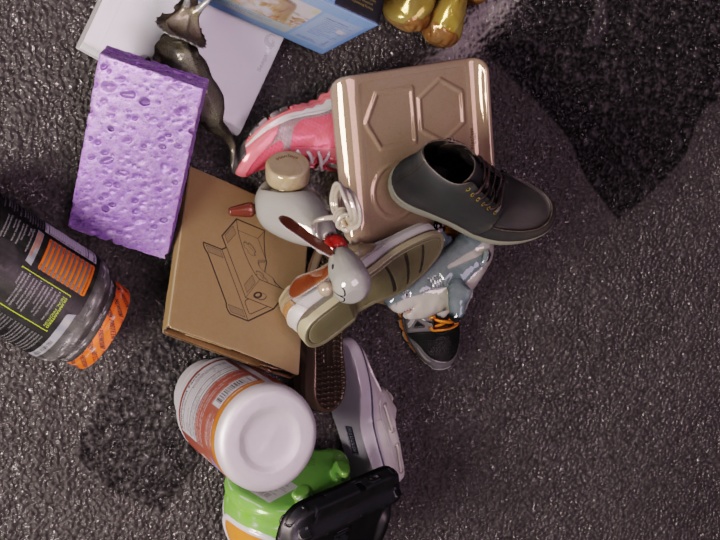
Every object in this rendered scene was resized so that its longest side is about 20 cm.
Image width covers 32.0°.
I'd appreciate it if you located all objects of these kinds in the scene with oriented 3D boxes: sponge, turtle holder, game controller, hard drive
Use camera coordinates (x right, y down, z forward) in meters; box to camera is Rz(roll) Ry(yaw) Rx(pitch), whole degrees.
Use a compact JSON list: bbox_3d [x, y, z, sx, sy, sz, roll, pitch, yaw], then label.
[{"bbox_3d":[-0.230,-0.118,1.292,0.110,0.030,0.202,16,118,-3],"label":"sponge"},{"bbox_3d":[-0.084,0.267,1.443,0.139,0.186,0.134,10,111,6],"label":"turtle holder"},{"bbox_3d":[-0.027,0.279,1.367,0.199,0.042,0.105,-11,130,-52],"label":"game controller"},{"bbox_3d":[-0.191,-0.252,1.359,0.198,0.026,0.133,27,85,-26],"label":"hard drive"}]

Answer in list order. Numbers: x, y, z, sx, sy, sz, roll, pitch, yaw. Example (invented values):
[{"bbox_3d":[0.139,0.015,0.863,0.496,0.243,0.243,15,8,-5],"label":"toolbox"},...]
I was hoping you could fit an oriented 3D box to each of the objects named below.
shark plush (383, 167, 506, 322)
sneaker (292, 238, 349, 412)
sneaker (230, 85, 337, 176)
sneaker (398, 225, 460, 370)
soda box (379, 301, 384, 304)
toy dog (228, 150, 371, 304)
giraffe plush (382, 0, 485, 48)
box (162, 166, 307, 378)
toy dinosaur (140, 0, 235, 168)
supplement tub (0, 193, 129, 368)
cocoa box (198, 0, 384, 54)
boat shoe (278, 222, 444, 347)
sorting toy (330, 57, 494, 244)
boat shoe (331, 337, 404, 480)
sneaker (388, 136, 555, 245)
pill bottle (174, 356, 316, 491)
[{"bbox_3d":[0.111,-0.026,1.423,0.083,0.091,0.201,33,97,-7],"label":"shark plush"},{"bbox_3d":[-0.055,0.059,1.446,0.070,0.075,0.203,8,87,-40],"label":"sneaker"},{"bbox_3d":[-0.050,-0.144,1.401,0.198,0.074,0.087,-29,80,-20],"label":"sneaker"},{"bbox_3d":[0.092,0.025,1.513,0.077,0.077,0.203,-14,105,-26],"label":"sneaker"},{"bbox_3d":[0.033,-0.063,1.477,0.067,0.064,0.203,10,94,-27],"label":"soda box"},{"bbox_3d":[-0.072,-0.039,1.323,0.095,0.200,0.134,-20,118,-19],"label":"toy dog"},{"bbox_3d":[0.116,-0.363,1.417,0.171,0.162,0.203,22,88,-27],"label":"giraffe plush"},{"bbox_3d":[-0.131,0.002,1.370,0.162,0.021,0.203,22,53,-28],"label":"box"},{"bbox_3d":[-0.178,-0.194,1.302,0.076,0.102,0.203,-19,105,-21],"label":"toy dinosaur"},{"bbox_3d":[-0.341,0.009,1.270,0.199,0.122,0.123,36,82,-26],"label":"supplement tub"},{"bbox_3d":[-0.079,-0.336,1.328,0.198,0.133,0.133,18,76,-28],"label":"cocoa box"},{"bbox_3d":[0.000,0.000,1.371,0.199,0.068,0.075,-32,144,-20],"label":"boat shoe"},{"bbox_3d":[0.061,-0.137,1.423,0.197,0.036,0.188,-12,105,-26],"label":"sorting toy"},{"bbox_3d":[0.012,0.170,1.501,0.065,0.071,0.203,-22,102,-36],"label":"boat shoe"},{"bbox_3d":[0.136,-0.083,1.363,0.197,0.106,0.076,12,74,-15],"label":"sneaker"},{"bbox_3d":[-0.133,0.157,1.351,0.111,0.199,0.114,-4,100,-25],"label":"pill bottle"}]
